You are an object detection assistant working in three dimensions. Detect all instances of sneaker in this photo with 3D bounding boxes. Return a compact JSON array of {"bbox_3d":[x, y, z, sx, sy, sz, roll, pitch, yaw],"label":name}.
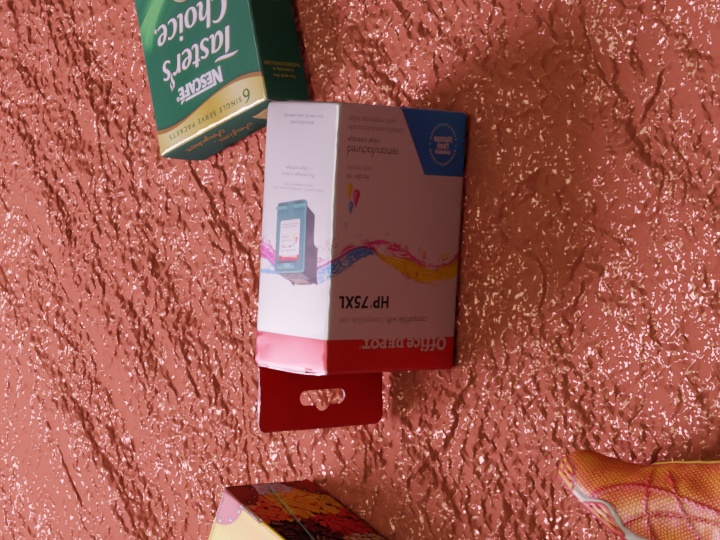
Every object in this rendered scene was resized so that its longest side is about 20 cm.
[{"bbox_3d":[0.193,0.132,1.108,0.199,0.073,0.078,20,82,40],"label":"sneaker"}]

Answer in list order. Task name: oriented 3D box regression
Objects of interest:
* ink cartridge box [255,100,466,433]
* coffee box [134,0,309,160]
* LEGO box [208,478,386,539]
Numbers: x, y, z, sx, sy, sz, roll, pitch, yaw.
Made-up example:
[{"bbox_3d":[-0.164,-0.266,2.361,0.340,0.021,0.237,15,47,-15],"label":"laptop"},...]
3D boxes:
[{"bbox_3d":[0.000,0.000,1.258,0.067,0.116,0.202,5,94,45],"label":"ink cartridge box"},{"bbox_3d":[-0.104,-0.189,1.416,0.122,0.044,0.202,-21,75,44],"label":"coffee box"},{"bbox_3d":[-0.044,0.259,1.329,0.149,0.077,0.202,33,112,41],"label":"LEGO box"}]
